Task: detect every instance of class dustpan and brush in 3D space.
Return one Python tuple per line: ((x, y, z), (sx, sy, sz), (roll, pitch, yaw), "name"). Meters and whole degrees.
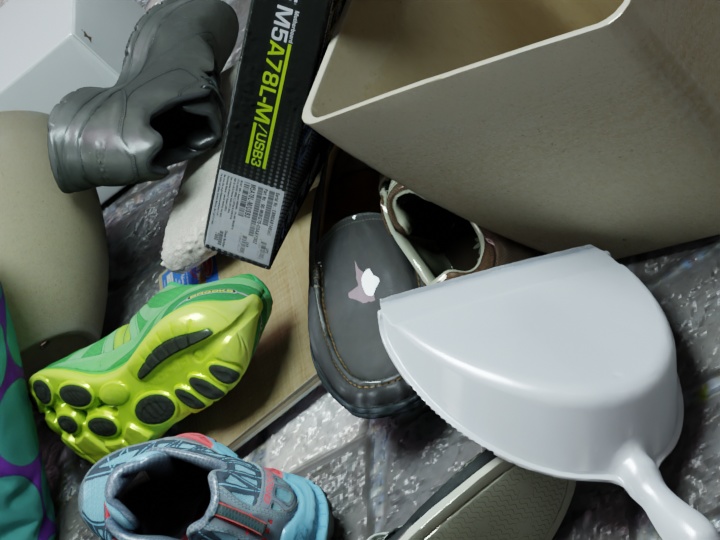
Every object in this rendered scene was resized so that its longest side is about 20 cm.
((0.110, 0.069, 1.018), (0.139, 0.058, 0.200), (-14, 34, -27), "dustpan and brush")

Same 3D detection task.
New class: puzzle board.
((-0.055, 0.020, 1.334), (0.150, 0.017, 0.201), (-39, 32, 17), "puzzle board")

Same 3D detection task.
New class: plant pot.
((0.123, -0.117, 1.105), (0.199, 0.177, 0.201), (-15, 45, 42), "plant pot")
((-0.240, 0.014, 1.433), (0.200, 0.200, 0.135), (-39, 69, 15), "plant pot")

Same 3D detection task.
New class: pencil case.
((-0.239, 0.081, 1.325), (0.084, 0.201, 0.092), (-3, 20, 21), "pencil case")

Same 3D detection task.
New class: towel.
((-0.060, -0.088, 1.418), (0.132, 0.034, 0.201), (-34, 27, 30), "towel")

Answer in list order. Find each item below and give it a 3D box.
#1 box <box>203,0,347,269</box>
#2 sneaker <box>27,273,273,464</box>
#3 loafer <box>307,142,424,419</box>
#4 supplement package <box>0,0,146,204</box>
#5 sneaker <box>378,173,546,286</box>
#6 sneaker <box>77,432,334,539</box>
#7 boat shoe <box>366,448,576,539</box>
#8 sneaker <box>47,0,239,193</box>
((-0.023, -0.134, 1.205), (0.193, 0.047, 0.201), (-62, -11, -53), "box")
((-0.119, 0.057, 1.310), (0.199, 0.074, 0.084), (-23, 16, 42), "sneaker")
((0.000, 0.000, 1.207), (0.072, 0.073, 0.201), (-13, 37, 0), "loafer")
((-0.233, -0.105, 1.585), (0.199, 0.120, 0.122), (-35, 33, 21), "supplement package")
((0.044, -0.050, 1.186), (0.070, 0.075, 0.201), (-43, 47, 23), "sneaker")
((-0.103, 0.117, 1.201), (0.199, 0.095, 0.080), (1, 70, 51), "sneaker")
((0.018, 0.145, 1.059), (0.200, 0.072, 0.068), (-47, 36, 8), "boat shoe")
((-0.118, -0.109, 1.430), (0.090, 0.076, 0.200), (6, 39, 25), "sneaker")
